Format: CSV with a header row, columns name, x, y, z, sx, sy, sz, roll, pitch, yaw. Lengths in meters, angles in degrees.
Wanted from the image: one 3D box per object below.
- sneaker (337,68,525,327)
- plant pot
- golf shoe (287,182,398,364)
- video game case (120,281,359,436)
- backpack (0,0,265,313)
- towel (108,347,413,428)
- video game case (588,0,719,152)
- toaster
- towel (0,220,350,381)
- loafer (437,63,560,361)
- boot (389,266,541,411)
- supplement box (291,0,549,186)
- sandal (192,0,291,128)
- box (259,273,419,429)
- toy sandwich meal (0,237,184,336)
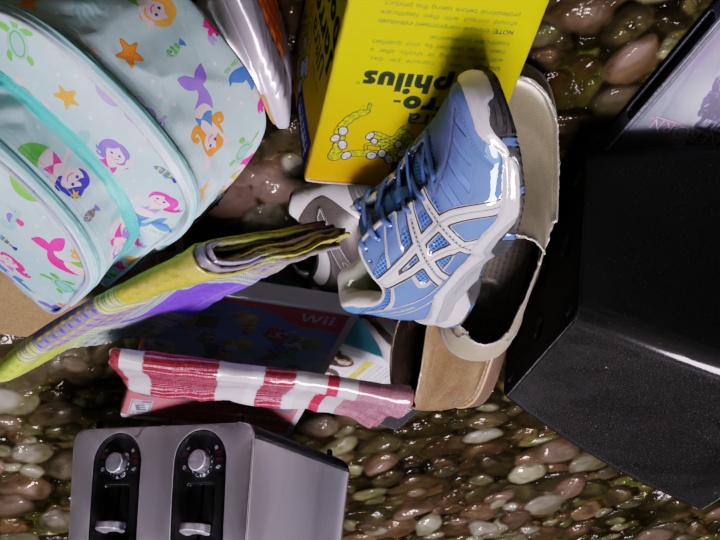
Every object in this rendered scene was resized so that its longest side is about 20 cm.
name,x,y,z,sx,sy,sz,roll,pitch,yaw
sneaker,0.038,-0.030,0.683,0.076,0.076,0.201,-2,142,-14
plant pot,0.208,0.027,0.859,0.176,0.201,0.200,15,149,-8
golf shoe,0.000,0.000,0.899,0.094,0.078,0.201,-3,134,9
video game case,-0.097,0.068,0.916,0.142,0.018,0.200,9,144,-15
backpack,-0.152,-0.080,0.646,0.178,0.151,0.200,46,145,-14
towel,-0.071,0.083,0.845,0.198,0.023,0.144,8,168,-5
video game case,0.267,-0.121,0.832,0.142,0.019,0.200,13,136,-24
toaster,-0.119,0.197,1.007,0.179,0.120,0.200,-5,160,27
towel,-0.116,0.017,0.740,0.199,0.023,0.143,-25,175,32
loafer,0.094,-0.035,0.790,0.075,0.068,0.202,5,97,-5
boot,0.072,0.008,0.852,0.075,0.073,0.202,-3,112,-42
supplement box,0.032,-0.153,0.678,0.108,0.109,0.201,2,140,-13
sandal,-0.091,-0.166,0.674,0.059,0.080,0.207,-15,132,10
box,-0.024,0.066,0.984,0.199,0.049,0.082,22,134,-32
toy sandwich meal,-0.220,-0.029,0.825,0.203,0.071,0.206,-1,142,-1
